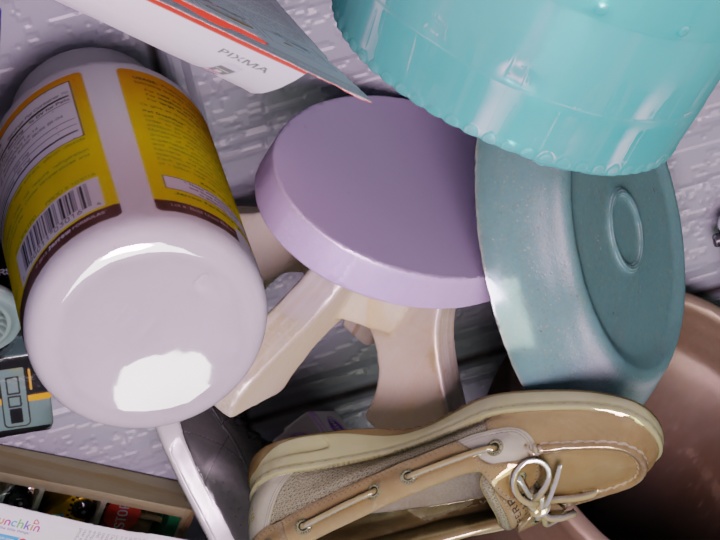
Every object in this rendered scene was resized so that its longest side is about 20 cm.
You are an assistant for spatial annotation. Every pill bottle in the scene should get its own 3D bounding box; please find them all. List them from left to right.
[{"bbox_3d":[-0.112,-0.023,1.378,0.109,0.200,0.110,-6,123,-10],"label":"pill bottle"}]

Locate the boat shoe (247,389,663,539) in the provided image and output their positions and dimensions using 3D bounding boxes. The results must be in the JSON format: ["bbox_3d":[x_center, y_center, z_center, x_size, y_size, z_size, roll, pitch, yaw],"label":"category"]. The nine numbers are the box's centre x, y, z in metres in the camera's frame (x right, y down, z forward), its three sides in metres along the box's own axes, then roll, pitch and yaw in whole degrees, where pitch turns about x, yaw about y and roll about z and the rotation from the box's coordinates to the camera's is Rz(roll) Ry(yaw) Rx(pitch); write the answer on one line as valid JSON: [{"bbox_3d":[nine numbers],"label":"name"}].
[{"bbox_3d":[0.044,0.104,1.396,0.199,0.063,0.073,-8,143,11],"label":"boat shoe"}]

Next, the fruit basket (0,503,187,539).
[{"bbox_3d":[-0.144,0.204,1.564,0.199,0.094,0.186,9,120,-37],"label":"fruit basket"}]

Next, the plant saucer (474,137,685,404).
[{"bbox_3d":[0.114,-0.017,1.446,0.036,0.201,0.200,-9,129,27],"label":"plant saucer"}]

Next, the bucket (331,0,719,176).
[{"bbox_3d":[0.091,-0.148,1.358,0.206,0.208,0.135,14,120,-22],"label":"bucket"}]

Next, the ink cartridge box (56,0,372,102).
[{"bbox_3d":[-0.099,-0.118,1.322,0.162,0.200,0.057,24,106,-25],"label":"ink cartridge box"}]

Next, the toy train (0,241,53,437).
[{"bbox_3d":[-0.236,0.038,1.461,0.199,0.085,0.114,-10,133,-8],"label":"toy train"}]

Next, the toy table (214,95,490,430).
[{"bbox_3d":[0.000,0.000,1.448,0.199,0.184,0.117,-8,138,-50],"label":"toy table"}]

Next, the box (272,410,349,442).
[{"bbox_3d":[0.023,0.161,1.546,0.039,0.200,0.041,-41,163,15],"label":"box"}]

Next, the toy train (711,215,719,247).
[{"bbox_3d":[0.229,0.039,1.605,0.056,0.042,0.201,-12,124,7],"label":"toy train"}]

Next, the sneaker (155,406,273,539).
[{"bbox_3d":[-0.038,0.104,1.513,0.099,0.201,0.071,-28,167,-4],"label":"sneaker"}]

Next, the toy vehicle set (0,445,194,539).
[{"bbox_3d":[-0.179,0.188,1.599,0.124,0.027,0.201,12,118,-21],"label":"toy vehicle set"}]

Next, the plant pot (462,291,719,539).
[{"bbox_3d":[0.130,0.133,1.564,0.199,0.201,0.175,12,139,-21],"label":"plant pot"}]
